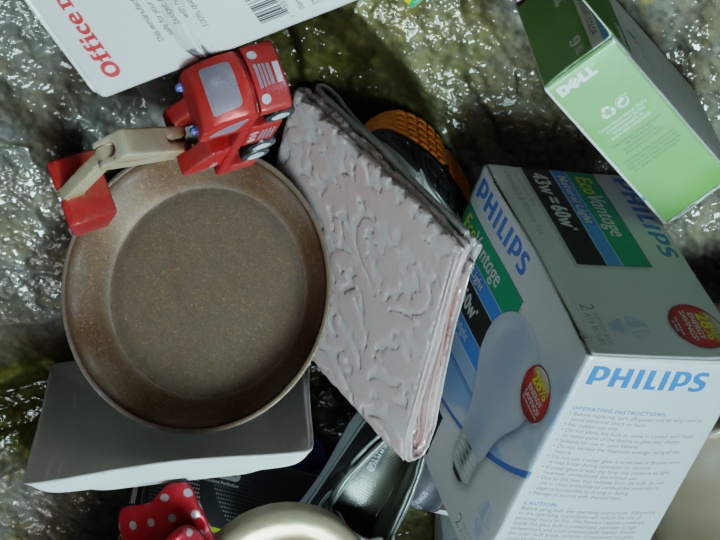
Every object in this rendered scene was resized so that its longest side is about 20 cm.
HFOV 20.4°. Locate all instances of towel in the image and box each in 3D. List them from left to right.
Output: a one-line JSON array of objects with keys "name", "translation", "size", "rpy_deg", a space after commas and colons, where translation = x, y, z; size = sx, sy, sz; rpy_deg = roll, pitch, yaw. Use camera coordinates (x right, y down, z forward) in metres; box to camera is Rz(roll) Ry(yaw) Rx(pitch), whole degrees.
[{"name": "towel", "translation": [0.000, 0.000, 1.376], "size": [0.032, 0.200, 0.192], "rpy_deg": [-15, 135, -33]}]

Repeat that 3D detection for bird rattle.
[{"name": "bird rattle", "translation": [-0.073, 0.225, 1.394], "size": [0.162, 0.113, 0.201], "rpy_deg": [-27, 100, -9]}]

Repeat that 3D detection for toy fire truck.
[{"name": "toy fire truck", "translation": [-0.129, -0.085, 1.324], "size": [0.140, 0.049, 0.200], "rpy_deg": [-18, 172, -17]}]

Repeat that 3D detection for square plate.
[{"name": "square plate", "translation": [-0.132, 0.105, 1.437], "size": [0.198, 0.198, 0.029], "rpy_deg": [-7, 112, 0]}]

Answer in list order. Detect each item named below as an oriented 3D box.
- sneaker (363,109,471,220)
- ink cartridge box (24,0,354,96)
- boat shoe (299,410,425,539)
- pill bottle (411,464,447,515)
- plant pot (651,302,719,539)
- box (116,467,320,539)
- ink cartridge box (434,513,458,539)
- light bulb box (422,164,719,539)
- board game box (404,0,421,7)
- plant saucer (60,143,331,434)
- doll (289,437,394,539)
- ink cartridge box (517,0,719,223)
[{"name": "sneaker", "translation": [0.043, -0.025, 1.428], "size": [0.091, 0.076, 0.200], "rpy_deg": [-24, 126, 20]}, {"name": "ink cartridge box", "translation": [-0.108, -0.211, 1.234], "size": [0.198, 0.084, 0.146], "rpy_deg": [-18, 131, 20]}, {"name": "boat shoe", "translation": [-0.012, 0.183, 1.443], "size": [0.072, 0.071, 0.201], "rpy_deg": [24, 90, -15]}, {"name": "pill bottle", "translation": [0.098, 0.141, 1.545], "size": [0.198, 0.107, 0.107], "rpy_deg": [13, 127, -16]}, {"name": "plant pot", "translation": [0.277, 0.120, 1.474], "size": [0.199, 0.201, 0.174], "rpy_deg": [-22, 134, 13]}, {"name": "box", "translation": [-0.085, 0.222, 1.486], "size": [0.199, 0.162, 0.044], "rpy_deg": [17, 168, -23]}, {"name": "ink cartridge box", "translation": [0.138, 0.269, 1.594], "size": [0.144, 0.201, 0.083], "rpy_deg": [-5, 127, -2]}, {"name": "light bulb box", "translation": [0.133, 0.068, 1.348], "size": [0.124, 0.199, 0.201], "rpy_deg": [4, 128, -25]}, {"name": "board game box", "translation": [0.008, -0.261, 1.261], "size": [0.095, 0.030, 0.200], "rpy_deg": [-33, 122, 21]}, {"name": "plant saucer", "translation": [-0.111, 0.014, 1.401], "size": [0.199, 0.202, 0.037], "rpy_deg": [-21, 168, 12]}, {"name": "doll", "translation": [-0.046, 0.176, 1.597], "size": [0.136, 0.049, 0.200], "rpy_deg": [-43, 128, 15]}, {"name": "ink cartridge box", "translation": [0.160, -0.134, 1.325], "size": [0.059, 0.104, 0.200], "rpy_deg": [-35, 124, 18]}]
